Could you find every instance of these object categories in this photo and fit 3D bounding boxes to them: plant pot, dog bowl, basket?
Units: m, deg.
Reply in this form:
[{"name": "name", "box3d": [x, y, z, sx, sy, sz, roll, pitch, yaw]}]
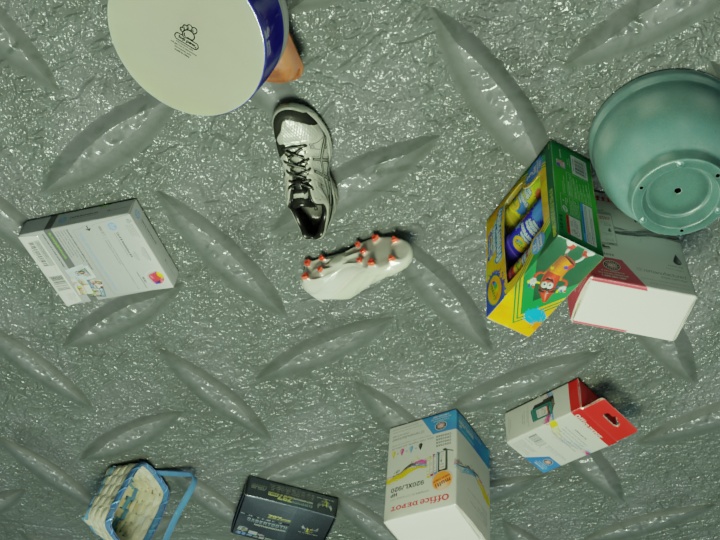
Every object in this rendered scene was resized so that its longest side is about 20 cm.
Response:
[{"name": "plant pot", "box3d": [0.395, -0.131, 1.139, 0.197, 0.135, 0.202, 4, 134, 4]}, {"name": "dog bowl", "box3d": [-0.186, -0.284, 1.031, 0.197, 0.079, 0.202, 10, 131, 12]}, {"name": "basket", "box3d": [-0.434, 0.471, 1.781, 0.198, 0.178, 0.140, -1, 136, 34]}]

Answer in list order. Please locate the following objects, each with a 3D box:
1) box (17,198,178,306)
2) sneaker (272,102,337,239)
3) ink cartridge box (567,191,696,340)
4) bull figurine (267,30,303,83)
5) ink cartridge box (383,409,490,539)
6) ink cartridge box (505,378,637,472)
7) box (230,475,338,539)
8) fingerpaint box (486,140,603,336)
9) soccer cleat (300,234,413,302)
[{"name": "box", "box3d": [-0.408, -0.025, 1.404, 0.197, 0.042, 0.157, -9, 131, 17]}, {"name": "sneaker", "box3d": [-0.074, -0.131, 1.232, 0.074, 0.088, 0.202, -6, 130, 15]}, {"name": "ink cartridge box", "box3d": [0.352, -0.013, 1.210, 0.144, 0.201, 0.084, 10, 130, -2]}, {"name": "bull figurine", "box3d": [-0.139, -0.312, 1.088, 0.120, 0.066, 0.202, -6, 126, 22]}, {"name": "ink cartridge box", "box3d": [0.139, 0.386, 1.604, 0.146, 0.202, 0.145, -20, 128, 23]}, {"name": "ink cartridge box", "box3d": [0.363, 0.264, 1.554, 0.199, 0.068, 0.116, -32, 122, 31]}, {"name": "box", "box3d": [-0.159, 0.510, 1.860, 0.197, 0.051, 0.159, 16, 131, -7]}, {"name": "fingerpaint box", "box3d": [0.237, -0.044, 1.194, 0.073, 0.202, 0.167, 23, 132, -13]}, {"name": "soccer cleat", "box3d": [0.000, 0.000, 1.363, 0.198, 0.070, 0.078, -14, 135, 29]}]
